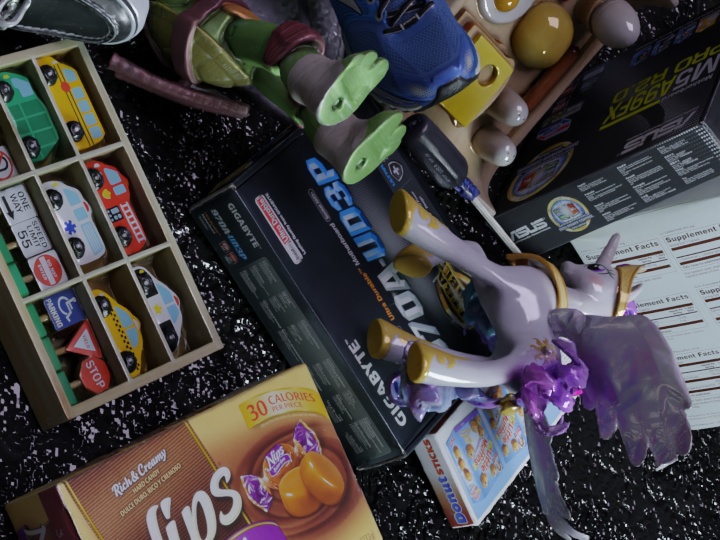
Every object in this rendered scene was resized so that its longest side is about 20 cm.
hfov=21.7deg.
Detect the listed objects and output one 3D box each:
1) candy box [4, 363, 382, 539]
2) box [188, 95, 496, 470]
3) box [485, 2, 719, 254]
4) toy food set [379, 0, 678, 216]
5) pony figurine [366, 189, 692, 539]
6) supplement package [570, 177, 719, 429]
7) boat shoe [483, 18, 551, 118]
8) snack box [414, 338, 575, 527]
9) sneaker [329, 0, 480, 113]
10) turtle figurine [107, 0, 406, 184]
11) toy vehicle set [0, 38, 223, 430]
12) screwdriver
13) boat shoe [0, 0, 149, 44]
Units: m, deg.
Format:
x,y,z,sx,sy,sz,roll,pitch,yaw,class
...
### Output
x,y,z,sx,sy,sz,roll,pitch,yaw,class
-0.087,0.140,1.037,0.199,0.056,0.117,-23,89,-48,candy box
0.000,0.000,1.190,0.201,0.046,0.159,58,43,-9,box
0.194,-0.102,1.314,0.044,0.199,0.161,47,47,-18,box
0.115,-0.147,1.268,0.200,0.060,0.143,-50,133,1,toy food set
0.107,0.051,1.151,0.199,0.167,0.195,10,59,-27,pony figurine
0.281,-0.027,1.386,0.201,0.146,0.192,55,43,-25,supplement package
0.080,-0.170,1.319,0.199,0.084,0.069,22,59,-34,boat shoe
0.102,0.085,1.261,0.200,0.024,0.072,-45,117,-45,snack box
0.007,-0.184,1.193,0.201,0.078,0.089,57,-5,31,sneaker
-0.040,-0.158,1.117,0.199,0.145,0.194,-22,53,-39,turtle figurine
-0.167,-0.024,1.051,0.124,0.026,0.201,-26,91,-47,toy vehicle set
0.086,-0.044,1.279,0.200,0.029,0.028,41,6,-43,screwdriver
-0.210,-0.158,1.023,0.198,0.073,0.069,24,52,-28,boat shoe
